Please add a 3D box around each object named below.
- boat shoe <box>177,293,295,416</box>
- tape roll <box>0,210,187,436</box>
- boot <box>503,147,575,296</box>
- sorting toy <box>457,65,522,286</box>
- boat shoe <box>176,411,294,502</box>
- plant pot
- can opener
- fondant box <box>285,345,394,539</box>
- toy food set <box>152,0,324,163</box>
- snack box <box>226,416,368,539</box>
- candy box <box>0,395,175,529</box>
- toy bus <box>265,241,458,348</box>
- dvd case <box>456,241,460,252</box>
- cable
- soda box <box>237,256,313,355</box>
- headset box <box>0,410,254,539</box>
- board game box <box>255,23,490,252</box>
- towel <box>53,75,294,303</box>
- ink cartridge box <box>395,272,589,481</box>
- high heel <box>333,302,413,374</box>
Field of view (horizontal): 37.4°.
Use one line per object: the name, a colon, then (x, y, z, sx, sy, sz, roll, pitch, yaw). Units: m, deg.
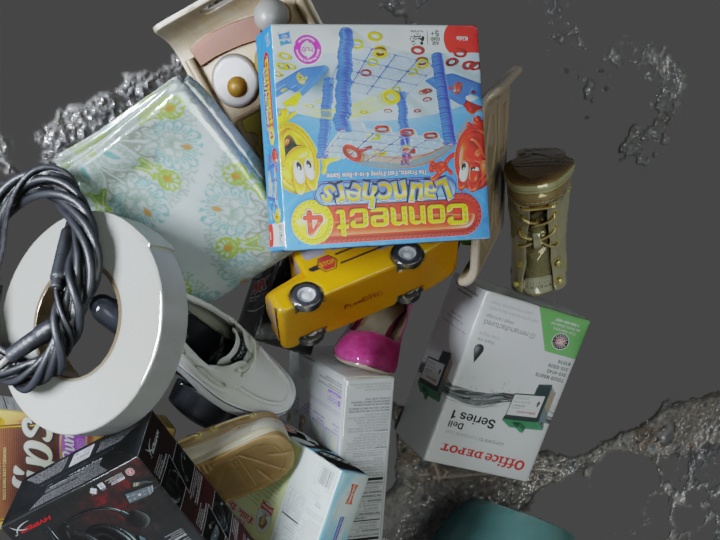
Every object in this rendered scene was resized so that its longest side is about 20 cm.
boat shoe: (-0.131, 0.077, 1.015, 0.200, 0.066, 0.072, 42, 56, -25)
tape roll: (-0.242, 0.047, 0.956, 0.037, 0.202, 0.203, 17, 92, -57)
boot: (0.190, -0.046, 1.139, 0.073, 0.200, 0.156, 1, 103, 8)
sorting toy: (0.128, -0.103, 1.098, 0.036, 0.185, 0.201, 9, 110, 13)
boat shoe: (-0.159, 0.193, 1.025, 0.199, 0.069, 0.074, -20, 117, 0)
plant pot: (0.155, 0.350, 1.186, 0.200, 0.200, 0.161, 27, 74, -25)
can opener: (-0.183, 0.087, 1.055, 0.200, 0.063, 0.079, 41, 74, -24)
fondant box: (-0.028, 0.190, 1.098, 0.058, 0.144, 0.201, 1, 98, -26)
toy food set: (-0.088, -0.173, 1.006, 0.143, 0.060, 0.200, -26, 96, 13)
snack box: (-0.078, 0.218, 1.049, 0.037, 0.200, 0.117, 18, 92, -37)
candy box: (-0.291, 0.191, 1.031, 0.199, 0.056, 0.117, 10, 95, -24)
toy bus: (0.000, 0.000, 1.035, 0.200, 0.078, 0.065, -22, 144, -16)
dvd case: (0.060, -0.104, 1.110, 0.200, 0.025, 0.151, 18, 90, -51)
cable: (-0.297, 0.003, 0.945, 0.051, 0.163, 0.201, 20, 89, -55)
soda box: (-0.059, -0.021, 1.093, 0.071, 0.063, 0.201, 18, 90, -25)
headset box: (-0.197, 0.249, 0.965, 0.149, 0.077, 0.200, -27, 112, 12)
board game box: (0.013, -0.120, 0.965, 0.199, 0.056, 0.197, -5, 91, -18)
towel: (-0.168, -0.064, 0.995, 0.171, 0.048, 0.200, -29, 111, 24)
ink cartridge box: (0.145, 0.121, 1.185, 0.146, 0.084, 0.201, 15, 99, -25)
high heel: (0.023, 0.045, 1.077, 0.067, 0.200, 0.096, 18, 98, 10)
